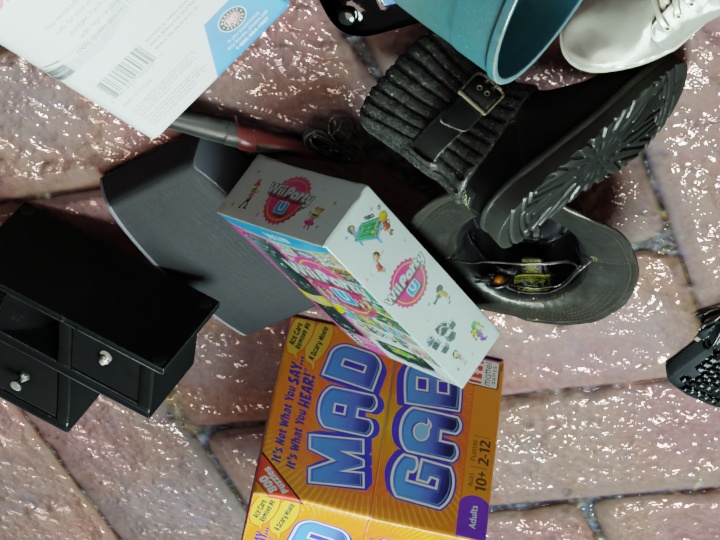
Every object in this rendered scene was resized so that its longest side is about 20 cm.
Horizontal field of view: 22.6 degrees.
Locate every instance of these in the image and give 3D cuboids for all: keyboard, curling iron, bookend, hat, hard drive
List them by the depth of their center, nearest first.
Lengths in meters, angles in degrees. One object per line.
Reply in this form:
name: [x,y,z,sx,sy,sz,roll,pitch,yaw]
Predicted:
curling iron: [-0.093,-0.116,1.432,0.200,0.026,0.050,10,137,-1]
hat: [0.134,-0.036,1.433,0.200,0.081,0.201,10,151,6]
hard drive: [-0.115,-0.026,1.520,0.135,0.042,0.200,-22,128,31]
keyboard: [0.335,0.060,1.524,0.104,0.040,0.200,27,134,-18]
bookend: [-0.238,0.074,1.573,0.199,0.092,0.200,27,139,12]

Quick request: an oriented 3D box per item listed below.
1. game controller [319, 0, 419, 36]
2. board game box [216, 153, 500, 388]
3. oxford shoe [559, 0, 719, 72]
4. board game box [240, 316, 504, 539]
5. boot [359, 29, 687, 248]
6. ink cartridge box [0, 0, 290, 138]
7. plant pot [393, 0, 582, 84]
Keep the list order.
game controller: [0.055,-0.230,1.269,0.200,0.042,0.104,-13,132,23]
board game box: [0.000,0.000,1.445,0.147,0.064,0.200,19,158,50]
oxford shoe: [0.223,-0.197,1.240,0.200,0.058,0.075,-22,83,25]
board game box: [0.004,0.196,1.617,0.200,0.200,0.200,13,137,-2]
boot: [0.121,-0.130,1.327,0.158,0.211,0.079,46,159,24]
ink cartridge box: [-0.171,-0.202,1.241,0.146,0.086,0.200,-43,136,15]
plant pot: [0.062,-0.250,1.133,0.188,0.200,0.200,33,139,12]
